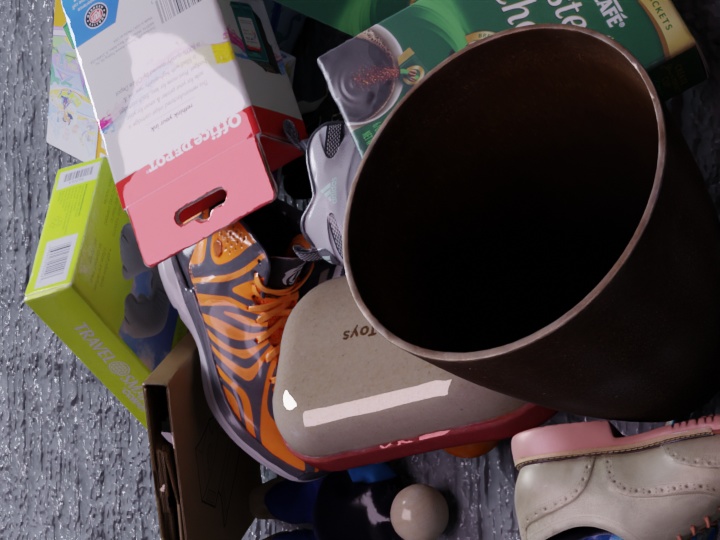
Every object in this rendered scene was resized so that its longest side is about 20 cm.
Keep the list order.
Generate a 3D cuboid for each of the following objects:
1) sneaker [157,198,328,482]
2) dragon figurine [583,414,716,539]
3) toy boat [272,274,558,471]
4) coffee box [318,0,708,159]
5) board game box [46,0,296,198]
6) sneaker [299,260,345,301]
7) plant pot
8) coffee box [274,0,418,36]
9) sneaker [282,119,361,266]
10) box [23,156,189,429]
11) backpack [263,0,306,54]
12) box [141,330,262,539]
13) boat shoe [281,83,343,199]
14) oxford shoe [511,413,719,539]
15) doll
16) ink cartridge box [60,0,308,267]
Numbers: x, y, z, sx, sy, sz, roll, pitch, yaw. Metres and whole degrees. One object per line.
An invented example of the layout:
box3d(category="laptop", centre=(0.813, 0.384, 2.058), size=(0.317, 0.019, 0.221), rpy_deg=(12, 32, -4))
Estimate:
box3d(category="sneaker", centre=(-0.059, 0.036, 1.372), size=(0.112, 0.077, 0.201), rpy_deg=(-42, 75, 44))
box3d(category="dragon figurine", centre=(0.159, 0.145, 1.175), size=(0.200, 0.059, 0.100), rpy_deg=(-47, 47, 9))
box3d(category="toy boat", centre=(0.051, 0.070, 1.297), size=(0.198, 0.131, 0.131), rpy_deg=(-14, 49, 28))
box3d(category="coffee box", centre=(0.085, -0.118, 1.192), size=(0.199, 0.044, 0.124), rpy_deg=(-27, 59, 7))
box3d(category="board game box", centre=(-0.137, -0.119, 1.459), size=(0.199, 0.034, 0.136), rpy_deg=(26, 123, 31))
box3d(category="sneaker", centre=(0.000, 0.000, 1.400), size=(0.085, 0.074, 0.201), rpy_deg=(57, 134, 31))
box3d(category="plant pot", centre=(0.120, 0.001, 1.104), size=(0.186, 0.200, 0.189), rpy_deg=(-18, 55, 27))
box3d(category="coffee box", centre=(-0.001, -0.207, 1.297), size=(0.123, 0.199, 0.044), rpy_deg=(-52, 21, 41))
box3d(category="sneaker", centre=(0.018, -0.087, 1.282), size=(0.139, 0.078, 0.201), rpy_deg=(11, 60, 28))
box3d(category="box", centre=(-0.159, 0.030, 1.493), size=(0.047, 0.200, 0.123), rpy_deg=(-14, 46, 25))
box3d(category="backpack", centre=(-0.116, -0.189, 1.526), size=(0.200, 0.153, 0.164), rpy_deg=(-39, 59, 32))
box3d(category="box", centre=(-0.108, 0.124, 1.453), size=(0.021, 0.200, 0.165), rpy_deg=(-2, 105, 12))
box3d(category="boat shoe", centre=(-0.006, -0.088, 1.403), size=(0.199, 0.074, 0.067), rpy_deg=(-13, 71, 57))
box3d(category="oxford shoe", centre=(0.176, 0.118, 1.105), size=(0.198, 0.071, 0.075), rpy_deg=(-7, 71, 28))
box3d(category="doll", centre=(-0.010, 0.170, 1.440), size=(0.199, 0.048, 0.138), rpy_deg=(-11, 82, 55))
box3d(category="ink cartridge box", centre=(-0.109, -0.111, 1.351), size=(0.116, 0.067, 0.202), rpy_deg=(-27, 72, 26))
